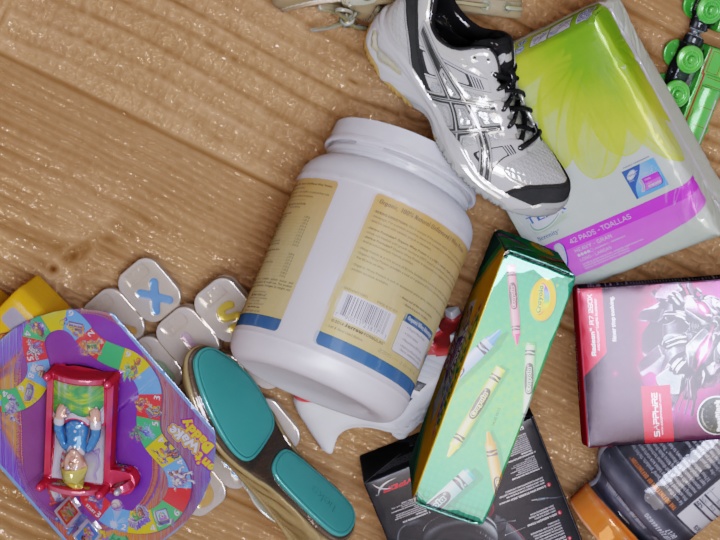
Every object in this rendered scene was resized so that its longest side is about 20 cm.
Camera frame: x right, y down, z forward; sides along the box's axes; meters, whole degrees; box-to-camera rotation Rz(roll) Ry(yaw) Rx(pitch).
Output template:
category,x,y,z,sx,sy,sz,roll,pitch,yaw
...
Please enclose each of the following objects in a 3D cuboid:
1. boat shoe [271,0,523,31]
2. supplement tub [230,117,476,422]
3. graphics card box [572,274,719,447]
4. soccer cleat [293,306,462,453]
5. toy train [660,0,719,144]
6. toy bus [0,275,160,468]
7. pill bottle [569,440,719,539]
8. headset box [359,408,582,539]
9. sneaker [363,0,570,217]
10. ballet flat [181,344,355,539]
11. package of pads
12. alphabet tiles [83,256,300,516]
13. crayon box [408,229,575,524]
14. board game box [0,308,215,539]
category,x,y,z,sx,sy,sz,roll,pitch,yaw
boat shoe,0.028,-0.213,1.480,0.199,0.073,0.063,-7,100,-2
supplement tub,0.000,0.000,1.467,0.144,0.145,0.201,24,78,-8
graphics card box,0.265,0.066,1.476,0.199,0.051,0.126,-3,92,5
soccer cleat,0.045,0.090,1.556,0.199,0.069,0.085,-16,111,4
toy train,0.265,-0.155,1.525,0.056,0.042,0.201,16,102,-18
toy bus,-0.244,0.075,1.517,0.078,0.065,0.200,-43,93,16
pill bottle,0.264,0.149,1.557,0.200,0.106,0.106,-41,102,6
headset box,0.103,0.223,1.581,0.148,0.075,0.201,-22,103,2
sneaker,0.091,-0.128,1.421,0.200,0.076,0.088,46,126,0
ballet flat,-0.086,0.147,1.518,0.063,0.069,0.200,-28,104,44
package of pads,0.172,-0.093,1.491,0.154,0.068,0.200,-23,104,32
alphabet tiles,-0.151,0.096,1.549,0.200,0.015,0.196,-38,97,15
crayon box,0.097,0.078,1.454,0.058,0.119,0.201,20,98,-3
board game box,-0.209,0.129,1.469,0.158,0.039,0.200,-39,95,16
